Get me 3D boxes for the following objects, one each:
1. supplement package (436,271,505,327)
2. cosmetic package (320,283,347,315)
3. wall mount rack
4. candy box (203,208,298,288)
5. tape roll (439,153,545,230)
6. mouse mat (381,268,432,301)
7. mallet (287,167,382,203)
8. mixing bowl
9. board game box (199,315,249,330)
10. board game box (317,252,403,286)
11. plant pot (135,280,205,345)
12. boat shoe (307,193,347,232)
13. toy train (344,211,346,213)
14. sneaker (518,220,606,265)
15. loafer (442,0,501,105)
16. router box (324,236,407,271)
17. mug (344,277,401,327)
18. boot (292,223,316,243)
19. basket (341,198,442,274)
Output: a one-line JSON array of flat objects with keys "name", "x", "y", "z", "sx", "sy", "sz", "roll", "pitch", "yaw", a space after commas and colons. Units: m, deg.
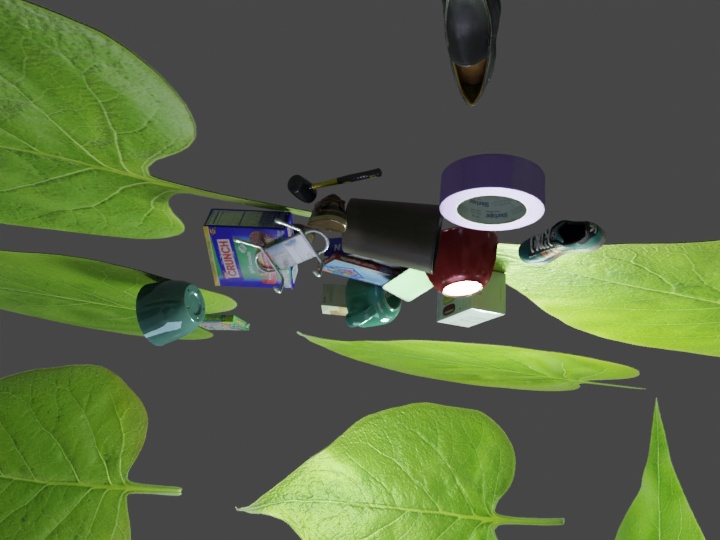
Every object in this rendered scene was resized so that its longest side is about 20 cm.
[{"name": "supplement package", "x": 0.301, "y": 0.078, "z": 1.820, "sx": 0.106, "sy": 0.117, "sz": 0.200, "roll": 10, "pitch": 161, "yaw": -19}, {"name": "cosmetic package", "x": -0.022, "y": 0.097, "z": 2.051, "sx": 0.193, "sy": 0.073, "sz": 0.106, "roll": 5, "pitch": 162, "yaw": 2}, {"name": "wall mount rack", "x": -0.173, "y": -0.044, "z": 1.434, "sx": 0.196, "sy": 0.076, "sz": 0.175, "roll": -21, "pitch": 121, "yaw": 25}, {"name": "candy box", "x": -0.253, "y": -0.050, "z": 1.541, "sx": 0.193, "sy": 0.078, "sz": 0.173, "roll": 3, "pitch": 127, "yaw": 9}, {"name": "tape roll", "x": 0.247, "y": -0.142, "z": 1.243, "sx": 0.194, "sy": 0.068, "sz": 0.201, "roll": 6, "pitch": 162, "yaw": 2}, {"name": "mouse mat", "x": 0.165, "y": 0.011, "z": 1.688, "sx": 0.198, "sy": 0.008, "sz": 0.160, "roll": -35, "pitch": 149, "yaw": 19}, {"name": "mallet", "x": -0.054, "y": -0.176, "z": 1.288, "sx": 0.196, "sy": 0.042, "sz": 0.065, "roll": -12, "pitch": 159, "yaw": 33}, {"name": "mixing bowl", "x": 0.231, "y": -0.006, "z": 1.537, "sx": 0.193, "sy": 0.112, "sz": 0.201, "roll": -4, "pitch": 156, "yaw": -2}, {"name": "board game box", "x": -0.558, "y": 0.208, "z": 2.634, "sx": 0.194, "sy": 0.030, "sz": 0.135, "roll": -1, "pitch": 162, "yaw": 20}, {"name": "board game box", "x": 0.000, "y": 0.000, "z": 1.668, "sx": 0.195, "sy": 0.020, "sz": 0.102, "roll": 15, "pitch": 158, "yaw": -27}, {"name": "plant pot", "x": -0.597, "y": 0.123, "z": 2.133, "sx": 0.157, "sy": 0.206, "sz": 0.200, "roll": -15, "pitch": 157, "yaw": 15}, {"name": "boat shoe", "x": -0.065, "y": -0.121, "z": 1.340, "sx": 0.070, "sy": 0.074, "sz": 0.200, "roll": 15, "pitch": 179, "yaw": -11}, {"name": "toy train", "x": 0.040, "y": -0.100, "z": 1.497, "sx": 0.194, "sy": 0.035, "sz": 0.046, "roll": 12, "pitch": 149, "yaw": -14}, {"name": "sneaker", "x": 0.418, "y": -0.068, "z": 1.421, "sx": 0.197, "sy": 0.073, "sz": 0.079, "roll": -17, "pitch": 148, "yaw": 39}, {"name": "loafer", "x": 0.139, "y": -0.286, "z": 0.821, "sx": 0.071, "sy": 0.075, "sz": 0.200, "roll": 1, "pitch": 161, "yaw": 18}, {"name": "router box", "x": 0.034, "y": -0.034, "z": 1.668, "sx": 0.195, "sy": 0.050, "sz": 0.179, "roll": -4, "pitch": 160, "yaw": 28}, {"name": "mug", "x": 0.042, "y": 0.086, "z": 1.809, "sx": 0.112, "sy": 0.190, "sz": 0.151, "roll": -12, "pitch": 146, "yaw": 36}, {"name": "boot", "x": -0.197, "y": -0.063, "z": 1.637, "sx": 0.193, "sy": 0.066, "sz": 0.187, "roll": -1, "pitch": 159, "yaw": 7}, {"name": "basket", "x": 0.066, "y": -0.079, "z": 1.376, "sx": 0.194, "sy": 0.140, "sz": 0.181, "roll": 9, "pitch": -160, "yaw": 9}]
